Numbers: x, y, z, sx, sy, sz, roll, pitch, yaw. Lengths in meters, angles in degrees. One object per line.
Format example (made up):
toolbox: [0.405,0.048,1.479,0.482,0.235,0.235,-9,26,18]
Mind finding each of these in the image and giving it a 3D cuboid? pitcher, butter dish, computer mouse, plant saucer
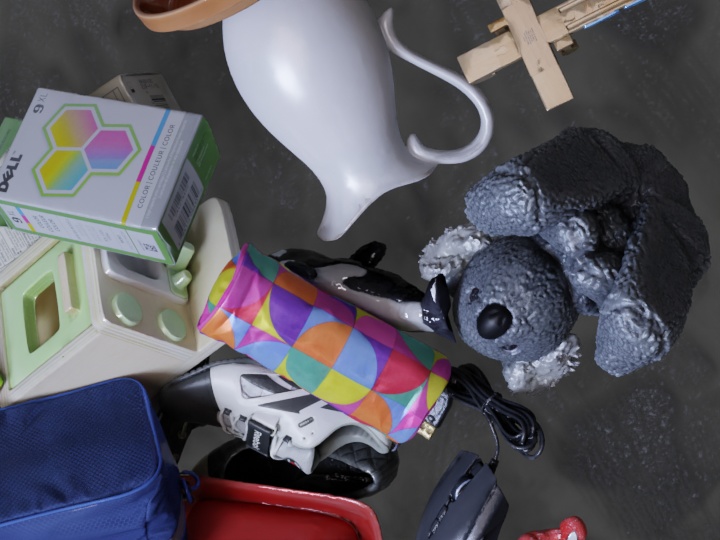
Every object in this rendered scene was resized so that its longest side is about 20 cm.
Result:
pitcher: [-0.003,-0.149,1.184,0.171,0.121,0.201,-27,100,2]
butter dish: [-0.085,0.288,1.241,0.198,0.148,0.201,5,119,18]
computer mouse: [0.067,0.174,1.207,0.140,0.046,0.201,47,125,51]
plant saucer: [-0.085,-0.247,1.156,0.200,0.201,0.032,-26,120,21]

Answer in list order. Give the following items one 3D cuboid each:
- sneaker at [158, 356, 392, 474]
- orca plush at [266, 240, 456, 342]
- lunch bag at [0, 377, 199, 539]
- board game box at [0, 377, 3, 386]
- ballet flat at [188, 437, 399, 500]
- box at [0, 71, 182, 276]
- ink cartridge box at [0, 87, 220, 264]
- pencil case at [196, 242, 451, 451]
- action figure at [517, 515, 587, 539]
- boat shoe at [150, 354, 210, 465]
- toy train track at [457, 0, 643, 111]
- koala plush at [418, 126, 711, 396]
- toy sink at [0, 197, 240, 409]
sneaker: [-0.067,0.120,1.225,0.199,0.074,0.089,-4,64,4]
orca plush: [0.000,0.000,1.214,0.199,0.105,0.071,0,58,50]
lunch bag: [-0.225,0.186,1.196,0.199,0.136,0.133,-12,129,-7]
board game box: [-0.369,0.142,1.273,0.102,0.047,0.201,48,121,42]
ballet flat: [-0.063,0.168,1.277,0.199,0.057,0.067,-12,96,22]
box: [-0.241,-0.079,1.289,0.199,0.078,0.095,-28,89,21]
ink cartridge box: [-0.222,-0.079,1.183,0.199,0.059,0.104,12,65,17]
pencil case: [-0.026,0.058,1.165,0.199,0.088,0.089,31,109,-11]
action figure: [0.126,0.284,1.221,0.200,0.065,0.099,-50,62,20]
boat shoe: [-0.158,0.108,1.303,0.063,0.071,0.201,23,99,-19]
toy train track: [0.170,-0.195,1.153,0.199,0.033,0.115,-25,83,16]
koala plush: [0.144,0.004,1.142,0.177,0.184,0.200,47,131,2]
toy sink: [-0.203,0.025,1.236,0.200,0.112,0.131,-35,53,28]
